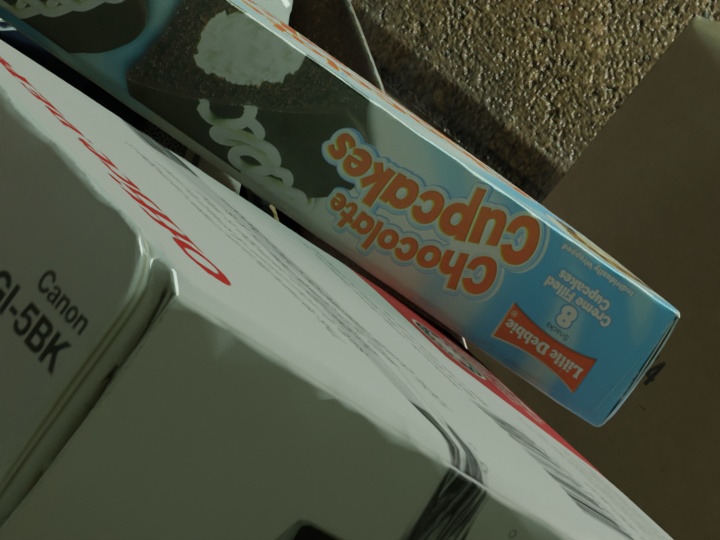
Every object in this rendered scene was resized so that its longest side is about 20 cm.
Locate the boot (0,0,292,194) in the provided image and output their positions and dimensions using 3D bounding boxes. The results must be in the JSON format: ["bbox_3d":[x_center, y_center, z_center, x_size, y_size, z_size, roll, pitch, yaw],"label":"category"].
[{"bbox_3d":[-0.078,-0.056,0.821,0.090,0.073,0.200,33,31,-18],"label":"boot"}]

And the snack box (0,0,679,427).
[{"bbox_3d":[-0.017,-0.037,0.730,0.200,0.037,0.116,35,4,-4],"label":"snack box"}]

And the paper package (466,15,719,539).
[{"bbox_3d":[0.139,0.037,1.060,0.103,0.191,0.200,33,9,-37],"label":"paper package"}]

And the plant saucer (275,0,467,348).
[{"bbox_3d":[0.000,0.000,0.901,0.200,0.036,0.201,162,-90,-86],"label":"plant saucer"}]

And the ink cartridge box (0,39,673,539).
[{"bbox_3d":[-0.029,0.038,0.584,0.200,0.083,0.147,33,7,-42],"label":"ink cartridge box"}]

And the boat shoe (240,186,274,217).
[{"bbox_3d":[-0.068,-0.026,0.962,0.072,0.070,0.201,51,15,18],"label":"boat shoe"}]
